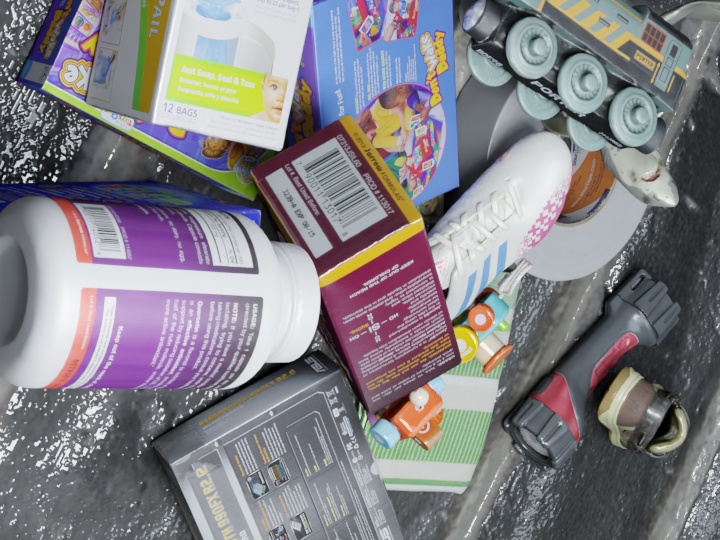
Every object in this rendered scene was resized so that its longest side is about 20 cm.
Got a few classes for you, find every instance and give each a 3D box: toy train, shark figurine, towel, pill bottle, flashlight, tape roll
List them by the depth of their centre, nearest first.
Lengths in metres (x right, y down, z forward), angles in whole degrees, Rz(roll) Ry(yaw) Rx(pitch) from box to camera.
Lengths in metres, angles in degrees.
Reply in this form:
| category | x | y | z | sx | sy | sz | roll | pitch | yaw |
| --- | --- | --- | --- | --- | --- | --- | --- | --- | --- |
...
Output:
| category | x | y | z | sx | sy | sz | roll | pitch | yaw |
| --- | --- | --- | --- | --- | --- | --- | --- | --- | --- |
| pill bottle | -0.127 | 0.017 | 1.044 | 0.198 | 0.112 | 0.114 | 4 | 100 | -36 |
| toy train | 0.169 | -0.172 | 1.321 | 0.199 | 0.085 | 0.115 | 30 | 76 | -24 |
| toy train | 0.077 | 0.084 | 1.373 | 0.056 | 0.150 | 0.200 | 45 | 66 | -3 |
| shark figurine | 0.236 | -0.145 | 1.435 | 0.090 | 0.127 | 0.216 | 62 | 45 | -57 |
| tape roll | 0.165 | -0.096 | 1.468 | 0.198 | 0.066 | 0.203 | -11 | 109 | -34 |
| towel | 0.061 | 0.093 | 1.470 | 0.151 | 0.023 | 0.203 | 8 | 96 | -38 |
| flashlight | 0.217 | 0.094 | 1.556 | 0.200 | 0.068 | 0.068 | -43 | 149 | -21 |

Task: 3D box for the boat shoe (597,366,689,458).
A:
| category | x | y | z | sx | sy | sz | roll | pitch | yaw |
| --- | --- | --- | --- | --- | --- | --- | --- | --- | --- |
| boat shoe | 0.268 | 0.142 | 1.562 | 0.074 | 0.065 | 0.200 | -56 | 155 | 3 |

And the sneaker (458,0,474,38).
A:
| category | x | y | z | sx | sy | sz | roll | pitch | yaw |
| --- | --- | --- | --- | --- | --- | --- | --- | --- | --- |
| sneaker | 0.189 | -0.247 | 1.416 | 0.199 | 0.115 | 0.074 | -39 | 120 | -23 |

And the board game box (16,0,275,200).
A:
| category | x | y | z | sx | sy | sz | roll | pitch | yaw |
| --- | --- | --- | --- | --- | --- | --- | --- | --- | --- |
| board game box | -0.135 | -0.154 | 1.248 | 0.199 | 0.045 | 0.136 | 27 | 86 | -38 |

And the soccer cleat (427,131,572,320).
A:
| category | x | y | z | sx | sy | sz | roll | pitch | yaw |
| --- | --- | --- | --- | --- | --- | --- | --- | --- | --- |
| soccer cleat | 0.094 | -0.025 | 1.353 | 0.201 | 0.070 | 0.086 | -52 | 162 | 23 |

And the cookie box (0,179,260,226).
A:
| category | x | y | z | sx | sy | sz | roll | pitch | yaw |
| --- | --- | --- | --- | --- | --- | --- | --- | --- | --- |
| cookie box | -0.196 | -0.016 | 1.162 | 0.198 | 0.170 | 0.076 | -3 | 101 | -34 |

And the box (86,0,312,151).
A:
| category | x | y | z | sx | sy | sz | roll | pitch | yaw |
| --- | --- | --- | --- | --- | --- | --- | --- | --- | --- |
| box | -0.102 | -0.197 | 1.168 | 0.112 | 0.101 | 0.203 | 9 | 96 | -37 |

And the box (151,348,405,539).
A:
| category | x | y | z | sx | sy | sz | roll | pitch | yaw |
| --- | --- | --- | --- | --- | --- | --- | --- | --- | --- |
| box | -0.060 | 0.188 | 1.374 | 0.157 | 0.048 | 0.202 | -29 | 117 | -15 |

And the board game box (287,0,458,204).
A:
| category | x | y | z | sx | sy | sz | roll | pitch | yaw |
| --- | --- | --- | --- | --- | --- | --- | --- | --- | --- |
| board game box | 0.008 | -0.136 | 1.290 | 0.134 | 0.045 | 0.202 | -26 | 128 | -31 |

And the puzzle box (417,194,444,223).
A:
| category | x | y | z | sx | sy | sz | roll | pitch | yaw |
| --- | --- | --- | --- | --- | --- | --- | --- | --- | --- |
| puzzle box | 0.013 | -0.132 | 1.373 | 0.132 | 0.025 | 0.203 | -9 | 107 | -33 |

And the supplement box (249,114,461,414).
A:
| category | x | y | z | sx | sy | sz | roll | pitch | yaw |
| --- | --- | --- | --- | --- | --- | --- | --- | --- | --- |
| supplement box | 0.000 | 0.000 | 1.224 | 0.085 | 0.111 | 0.201 | -29 | 146 | -6 |
